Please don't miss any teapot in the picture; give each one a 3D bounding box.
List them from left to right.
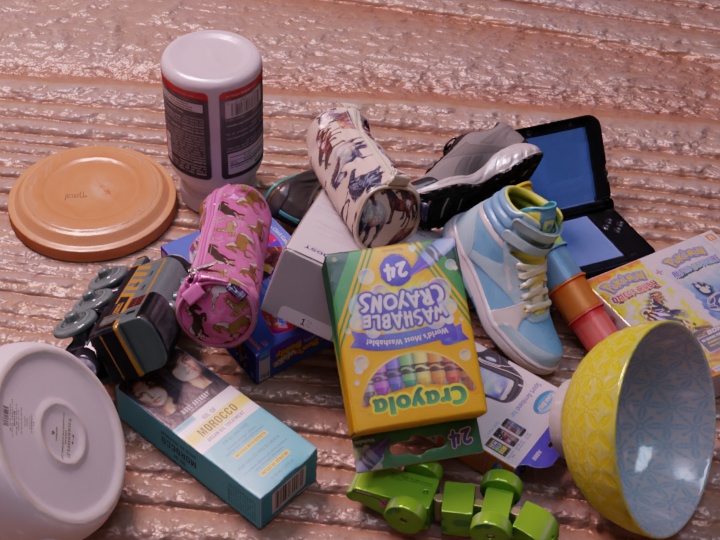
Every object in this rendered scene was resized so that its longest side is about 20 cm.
[{"bbox_3d":[-0.316,0.171,1.020,0.146,0.198,0.200,-24,13,23],"label":"teapot"}]

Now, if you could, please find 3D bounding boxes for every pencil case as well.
[{"bbox_3d":[-0.138,-0.009,1.185,0.082,0.087,0.200,11,33,-6],"label":"pencil case"},{"bbox_3d":[0.002,-0.103,1.211,0.078,0.090,0.200,20,24,-31],"label":"pencil case"}]

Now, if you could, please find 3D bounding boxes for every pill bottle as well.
[{"bbox_3d":[-0.172,-0.170,1.349,0.115,0.201,0.116,2,43,-2],"label":"pill bottle"}]

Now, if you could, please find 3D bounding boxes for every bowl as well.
[{"bbox_3d":[0.244,0.144,1.083,0.107,0.201,0.200,1,33,42],"label":"bowl"}]

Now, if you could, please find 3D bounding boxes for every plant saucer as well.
[{"bbox_3d":[-0.322,-0.089,1.376,0.199,0.032,0.201,2,43,-2],"label":"plant saucer"}]

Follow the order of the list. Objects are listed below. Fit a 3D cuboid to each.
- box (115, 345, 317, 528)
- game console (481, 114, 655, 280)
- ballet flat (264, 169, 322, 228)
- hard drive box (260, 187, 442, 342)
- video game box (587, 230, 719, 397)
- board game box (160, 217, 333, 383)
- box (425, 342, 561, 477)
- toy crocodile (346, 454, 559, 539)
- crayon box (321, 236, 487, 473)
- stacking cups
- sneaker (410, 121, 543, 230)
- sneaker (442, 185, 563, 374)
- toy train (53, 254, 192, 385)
[{"bbox_3d":[-0.141,0.157,1.114,0.200,0.049,0.082,32,49,26],"label":"box"},{"bbox_3d":[0.229,-0.077,1.339,0.199,0.119,0.173,-14,40,-17],"label":"game console"},{"bbox_3d":[-0.035,-0.102,1.388,0.068,0.068,0.200,39,46,13],"label":"ballet flat"},{"bbox_3d":[0.000,0.000,1.206,0.155,0.077,0.200,25,25,1],"label":"hard drive box"},{"bbox_3d":[0.375,0.050,1.273,0.199,0.047,0.182,-20,46,-24],"label":"video game box"},{"bbox_3d":[-0.113,0.021,1.265,0.134,0.045,0.200,-24,50,-27],"label":"board game box"},{"bbox_3d":[0.120,0.137,1.165,0.200,0.042,0.119,31,49,22],"label":"box"},{"bbox_3d":[0.085,0.221,1.063,0.199,0.062,0.068,10,42,12],"label":"toy crocodile"},{"bbox_3d":[0.042,0.077,1.064,0.125,0.052,0.201,-8,78,-8],"label":"crayon box"},{"bbox_3d":[0.218,-0.001,1.265,0.060,0.061,0.200,-26,77,-28],"label":"stacking cups"},{"bbox_3d":[0.109,-0.108,1.281,0.200,0.074,0.079,-25,64,-30],"label":"sneaker"},{"bbox_3d":[0.178,0.002,1.205,0.079,0.130,0.200,-19,74,-48],"label":"sneaker"},{"bbox_3d":[-0.230,0.046,1.161,0.114,0.085,0.200,-17,22,14],"label":"toy train"}]
